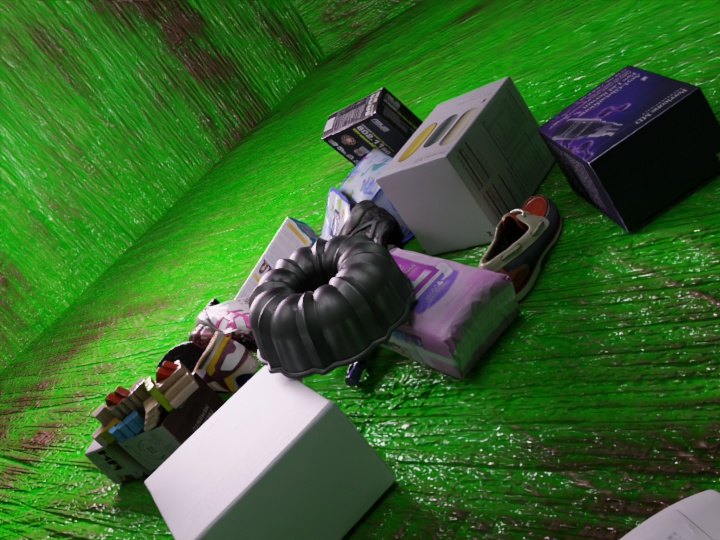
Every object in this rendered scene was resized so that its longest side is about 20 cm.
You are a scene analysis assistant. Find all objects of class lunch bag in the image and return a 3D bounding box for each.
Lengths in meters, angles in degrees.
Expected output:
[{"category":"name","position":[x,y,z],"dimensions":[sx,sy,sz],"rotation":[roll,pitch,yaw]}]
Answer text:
[{"category":"lunch bag","position":[0.014,-0.096,1.362],"dimensions":[0.200,0.127,0.170],"rotation":[-50,22,5]}]

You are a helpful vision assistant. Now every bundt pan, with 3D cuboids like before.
[{"category":"bundt pan","position":[-0.043,0.028,0.913],"dimensions":[0.200,0.076,0.202],"rotation":[-20,29,11]}]

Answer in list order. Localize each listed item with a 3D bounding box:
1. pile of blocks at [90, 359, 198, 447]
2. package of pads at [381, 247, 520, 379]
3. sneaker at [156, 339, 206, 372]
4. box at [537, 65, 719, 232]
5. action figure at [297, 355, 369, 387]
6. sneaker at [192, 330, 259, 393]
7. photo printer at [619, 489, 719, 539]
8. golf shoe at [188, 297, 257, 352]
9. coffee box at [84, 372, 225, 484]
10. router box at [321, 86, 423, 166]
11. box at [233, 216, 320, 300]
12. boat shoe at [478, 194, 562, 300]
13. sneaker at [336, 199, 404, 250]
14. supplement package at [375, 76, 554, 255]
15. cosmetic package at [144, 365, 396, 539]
[{"category":"pile of blocks","position":[-0.329,0.194,1.162],"dimensions":[0.199,0.062,0.082],"rotation":[-34,23,13]},{"category":"package of pads","position":[0.080,0.044,0.952],"dimensions":[0.120,0.076,0.199],"rotation":[-42,34,-24]},{"category":"sneaker","position":[-0.271,0.137,1.433],"dimensions":[0.199,0.076,0.088],"rotation":[-34,6,0]},{"category":"box","position":[0.326,-0.154,0.969],"dimensions":[0.148,0.105,0.200],"rotation":[-35,20,7]},{"category":"action figure","position":[-0.033,0.076,1.093],"dimensions":[0.193,0.105,0.200],"rotation":[-35,20,28]},{"category":"sneaker","position":[-0.216,0.169,1.258],"dimensions":[0.075,0.090,0.200],"rotation":[-61,3,-29]},{"category":"photo printer","position":[0.196,0.220,0.441],"dimensions":[0.166,0.070,0.200],"rotation":[-40,20,-3]},{"category":"golf shoe","position":[-0.188,0.079,1.264],"dimensions":[0.199,0.073,0.093],"rotation":[0,61,35]},{"category":"coffee box","position":[-0.315,0.246,1.232],"dimensions":[0.199,0.080,0.113],"rotation":[-24,26,34]},{"category":"router box","position":[0.052,-0.228,1.450],"dimensions":[0.149,0.199,0.063],"rotation":[-17,48,46]},{"category":"box","position":[-0.137,0.018,1.321],"dimensions":[0.082,0.049,0.201],"rotation":[45,107,38]},{"category":"boat shoe","position":[0.199,-0.041,1.004],"dimensions":[0.071,0.063,0.200],"rotation":[-21,25,42]},{"category":"sneaker","position":[0.000,0.000,1.225],"dimensions":[0.114,0.076,0.200],"rotation":[33,92,37]},{"category":"supplement package","position":[0.159,-0.152,1.177],"dimensions":[0.151,0.151,0.200],"rotation":[-11,33,50]},{"category":"cosmetic package","position":[-0.102,0.226,0.854],"dimensions":[0.199,0.123,0.200],"rotation":[-43,20,-14]}]
